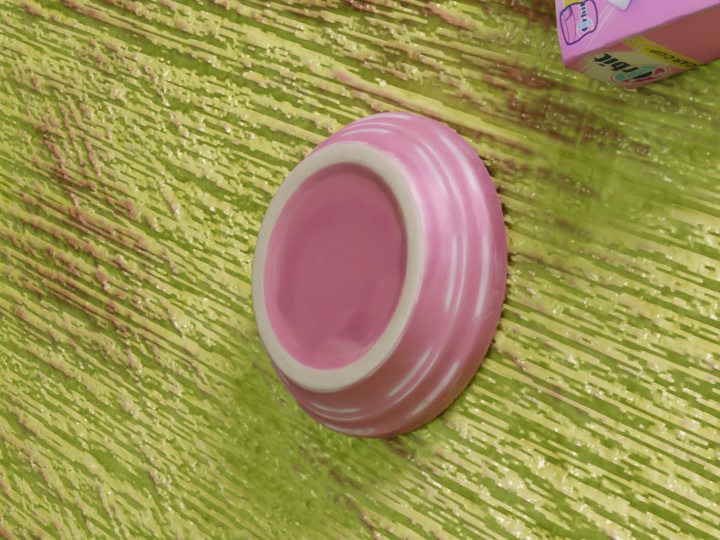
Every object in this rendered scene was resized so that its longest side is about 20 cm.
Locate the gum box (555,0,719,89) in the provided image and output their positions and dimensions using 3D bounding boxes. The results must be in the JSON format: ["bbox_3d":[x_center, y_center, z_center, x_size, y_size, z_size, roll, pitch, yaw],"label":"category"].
[{"bbox_3d":[0.161,-0.212,0.973,0.113,0.066,0.201,-17,70,41],"label":"gum box"}]

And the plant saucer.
[{"bbox_3d":[0.000,0.000,1.111,0.200,0.051,0.202,-11,74,44],"label":"plant saucer"}]
